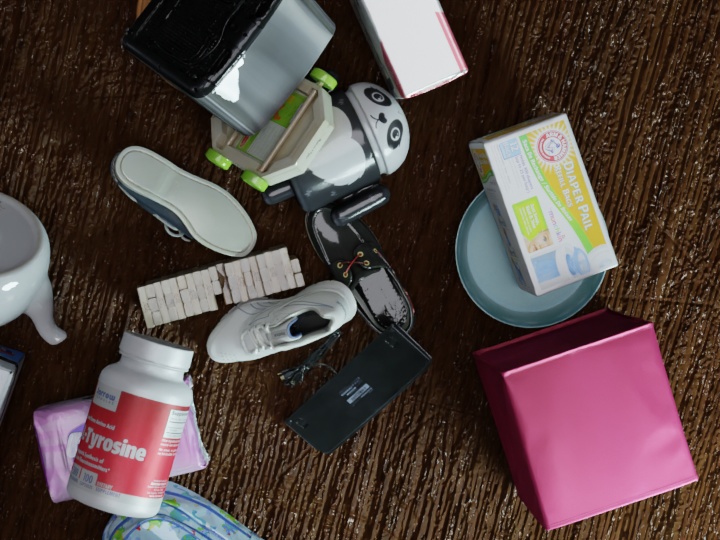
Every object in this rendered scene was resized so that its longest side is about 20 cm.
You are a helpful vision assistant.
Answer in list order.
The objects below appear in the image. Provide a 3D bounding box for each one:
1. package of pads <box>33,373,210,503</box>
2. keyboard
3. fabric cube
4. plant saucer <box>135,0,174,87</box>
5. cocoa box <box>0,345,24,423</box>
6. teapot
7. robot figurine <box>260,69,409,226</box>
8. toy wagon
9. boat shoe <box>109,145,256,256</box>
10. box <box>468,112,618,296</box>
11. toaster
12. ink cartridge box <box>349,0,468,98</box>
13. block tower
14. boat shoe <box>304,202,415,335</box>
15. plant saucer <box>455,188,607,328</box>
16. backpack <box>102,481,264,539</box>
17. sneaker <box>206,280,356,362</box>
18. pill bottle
[{"bbox_3d":[-0.294,0.208,1.675,0.200,0.076,0.121,-12,92,-6],"label":"package of pads"},{"bbox_3d":[-0.020,0.135,1.696,0.127,0.021,0.200,43,108,-14],"label":"keyboard"},{"bbox_3d":[0.271,0.176,1.672,0.196,0.200,0.200,-19,95,-3],"label":"fabric cube"},{"bbox_3d":[-0.175,-0.309,1.658,0.200,0.037,0.200,0,95,-6],"label":"plant saucer"},{"bbox_3d":[-0.502,0.179,1.622,0.133,0.131,0.200,20,93,-8],"label":"cocoa box"},{"bbox_3d":[-0.471,0.005,1.604,0.197,0.200,0.146,-14,142,-36],"label":"teapot"},{"bbox_3d":[-0.038,-0.148,1.642,0.200,0.125,0.150,-25,133,-3],"label":"robot figurine"},{"bbox_3d":[-0.119,-0.184,1.594,0.155,0.200,0.040,-56,142,-4],"label":"toy wagon"},{"bbox_3d":[-0.219,-0.080,1.661,0.200,0.062,0.075,29,76,-17],"label":"boat shoe"},{"bbox_3d":[0.223,-0.084,1.663,0.112,0.101,0.200,-21,97,-3],"label":"box"},{"bbox_3d":[-0.146,-0.273,1.552,0.181,0.200,0.119,-53,140,0],"label":"toaster"},{"bbox_3d":[0.053,-0.283,1.603,0.085,0.200,0.146,-24,97,2],"label":"ink cartridge box"},{"bbox_3d":[-0.174,0.017,1.681,0.200,0.058,0.054,-15,97,-6],"label":"block tower"},{"bbox_3d":[0.002,-0.002,1.695,0.074,0.063,0.201,-34,96,1],"label":"boat shoe"},{"bbox_3d":[0.218,-0.027,1.732,0.200,0.027,0.200,-1,96,-7],"label":"plant saucer"},{"bbox_3d":[-0.222,0.352,1.673,0.200,0.154,0.163,47,109,4],"label":"backpack"},{"bbox_3d":[-0.105,0.068,1.663,0.200,0.087,0.075,-22,101,18],"label":"sneaker"},{"bbox_3d":[-0.263,0.178,1.583,0.112,0.112,0.200,16,88,-7],"label":"pill bottle"}]
